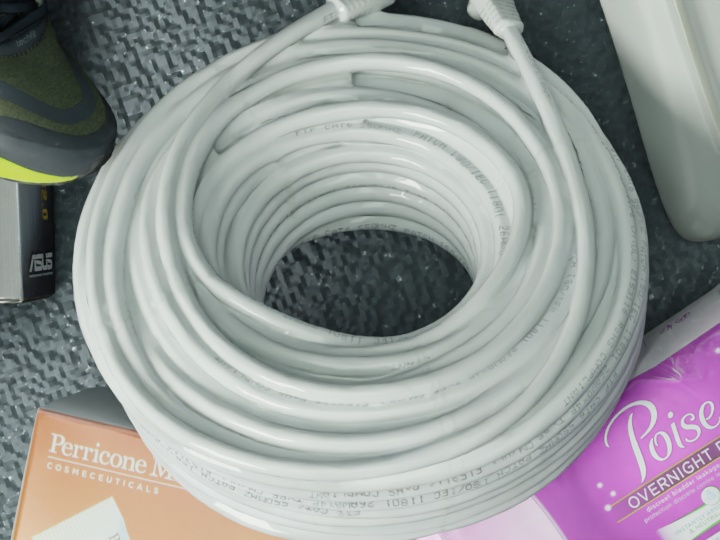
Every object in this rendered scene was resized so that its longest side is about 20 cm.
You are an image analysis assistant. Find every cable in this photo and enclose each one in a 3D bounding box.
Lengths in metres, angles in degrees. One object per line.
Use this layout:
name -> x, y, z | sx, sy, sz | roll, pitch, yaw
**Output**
cable -> 0.000, 0.000, 0.945 | 0.200, 0.069, 0.200 | -25, 57, -14

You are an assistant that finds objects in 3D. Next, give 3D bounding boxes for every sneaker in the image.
sneaker -> -0.142, -0.117, 0.916 | 0.081, 0.074, 0.200 | -28, 105, 31

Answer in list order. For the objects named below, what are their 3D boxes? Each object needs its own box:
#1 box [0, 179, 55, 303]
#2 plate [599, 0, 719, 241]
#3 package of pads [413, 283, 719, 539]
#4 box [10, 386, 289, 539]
box -> -0.220, -0.063, 1.036 | 0.199, 0.048, 0.159 | -3, 92, 8
plate -> 0.178, -0.114, 0.938 | 0.199, 0.032, 0.200 | -17, 117, 10
package of pads -> 0.120, 0.083, 0.977 | 0.200, 0.076, 0.121 | -34, 89, 9
box -> -0.068, 0.155, 0.998 | 0.124, 0.097, 0.201 | 12, 94, 8
